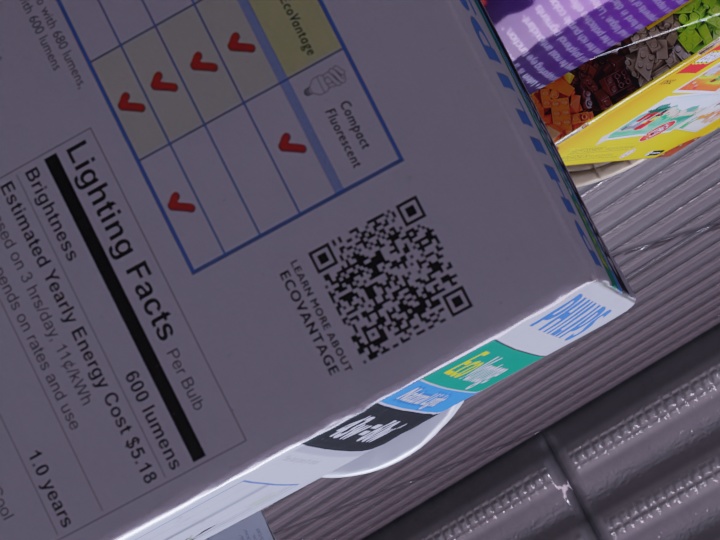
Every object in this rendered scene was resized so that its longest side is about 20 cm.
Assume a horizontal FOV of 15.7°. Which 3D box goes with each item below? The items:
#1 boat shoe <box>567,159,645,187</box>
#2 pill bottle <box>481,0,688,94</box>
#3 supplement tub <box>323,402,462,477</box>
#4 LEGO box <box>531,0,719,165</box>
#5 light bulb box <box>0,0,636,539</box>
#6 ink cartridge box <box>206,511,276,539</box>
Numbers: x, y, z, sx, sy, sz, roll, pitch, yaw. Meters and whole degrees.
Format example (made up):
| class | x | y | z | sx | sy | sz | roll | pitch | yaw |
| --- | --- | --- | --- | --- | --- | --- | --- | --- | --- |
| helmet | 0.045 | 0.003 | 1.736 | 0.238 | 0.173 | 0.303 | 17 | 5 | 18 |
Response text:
| class | x | y | z | sx | sy | sz | roll | pitch | yaw |
| --- | --- | --- | --- | --- | --- | --- | --- | --- | --- |
| boat shoe | 0.167 | -0.106 | 1.355 | 0.200 | 0.072 | 0.065 | -38 | 162 | 22 |
| pill bottle | 0.044 | -0.114 | 0.839 | 0.200 | 0.112 | 0.111 | -31 | 170 | 14 |
| supplement tub | 0.000 | 0.000 | 1.127 | 0.132 | 0.132 | 0.200 | -30 | -174 | 13 |
| LEGO box | 0.149 | -0.118 | 1.212 | 0.149 | 0.077 | 0.200 | -33 | 169 | 25 |
| light bulb box | -0.056 | -0.032 | 0.737 | 0.200 | 0.199 | 0.125 | -28 | 172 | 8 |
| ink cartridge box | -0.154 | 0.160 | 0.957 | 0.196 | 0.043 | 0.200 | -34 | 168 | 38 |
